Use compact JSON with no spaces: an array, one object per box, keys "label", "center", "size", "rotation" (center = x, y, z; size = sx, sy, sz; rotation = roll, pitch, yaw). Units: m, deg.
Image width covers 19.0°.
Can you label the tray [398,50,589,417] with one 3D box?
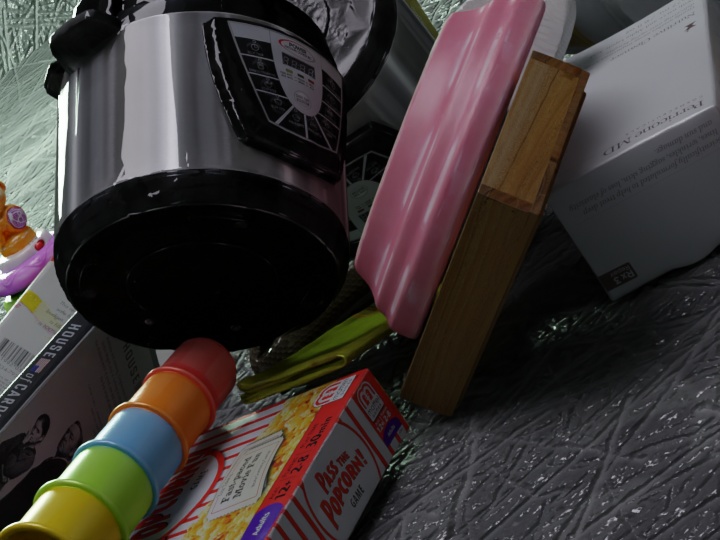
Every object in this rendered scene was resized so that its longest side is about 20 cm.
[{"label":"tray","center":[0.070,-0.015,1.142],"size":[0.200,0.037,0.099],"rotation":[109,-177,-55]}]

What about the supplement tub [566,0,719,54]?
[{"label":"supplement tub","center":[0.178,-0.222,1.500],"size":[0.145,0.146,0.200],"rotation":[-40,18,-13]}]

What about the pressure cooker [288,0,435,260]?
[{"label":"pressure cooker","center":[-0.011,-0.107,1.494],"size":[0.175,0.200,0.179],"rotation":[15,68,39]}]

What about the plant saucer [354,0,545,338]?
[{"label":"plant saucer","center":[0.045,-0.063,1.191],"size":[0.201,0.051,0.201],"rotation":[21,-90,-87]}]

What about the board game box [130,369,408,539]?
[{"label":"board game box","center":[-0.084,0.144,1.187],"size":[0.200,0.046,0.152],"rotation":[-24,21,34]}]

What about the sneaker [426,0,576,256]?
[{"label":"sneaker","center":[0.076,-0.095,1.334],"size":[0.200,0.075,0.088],"rotation":[-62,-20,13]}]

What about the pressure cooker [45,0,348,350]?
[{"label":"pressure cooker","center":[-0.097,-0.075,1.272],"size":[0.178,0.176,0.201],"rotation":[-3,56,-1]}]

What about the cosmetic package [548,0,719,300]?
[{"label":"cosmetic package","center":[0.173,-0.078,1.242],"size":[0.113,0.081,0.200],"rotation":[-29,18,17]}]

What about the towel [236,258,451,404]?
[{"label":"towel","center":[0.010,0.028,1.288],"size":[0.086,0.018,0.200],"rotation":[-25,4,36]}]

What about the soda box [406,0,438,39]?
[{"label":"soda box","center":[0.010,-0.177,1.602],"size":[0.068,0.200,0.064],"rotation":[-28,19,23]}]

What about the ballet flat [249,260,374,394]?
[{"label":"ballet flat","center":[0.000,0.000,1.398],"size":[0.200,0.046,0.067],"rotation":[-44,-12,-19]}]

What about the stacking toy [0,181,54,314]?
[{"label":"stacking toy","center":[-0.225,0.011,1.560],"size":[0.110,0.200,0.116],"rotation":[-14,27,50]}]

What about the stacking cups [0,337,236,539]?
[{"label":"stacking cups","center":[-0.128,0.100,1.171],"size":[0.060,0.061,0.200],"rotation":[-23,21,35]}]

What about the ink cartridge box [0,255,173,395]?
[{"label":"ink cartridge box","center":[-0.190,0.065,1.454],"size":[0.067,0.116,0.200],"rotation":[-56,1,44]}]

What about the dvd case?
[{"label":"dvd case","center":[-0.181,0.120,1.303],"size":[0.025,0.151,0.200],"rotation":[11,42,26]}]
